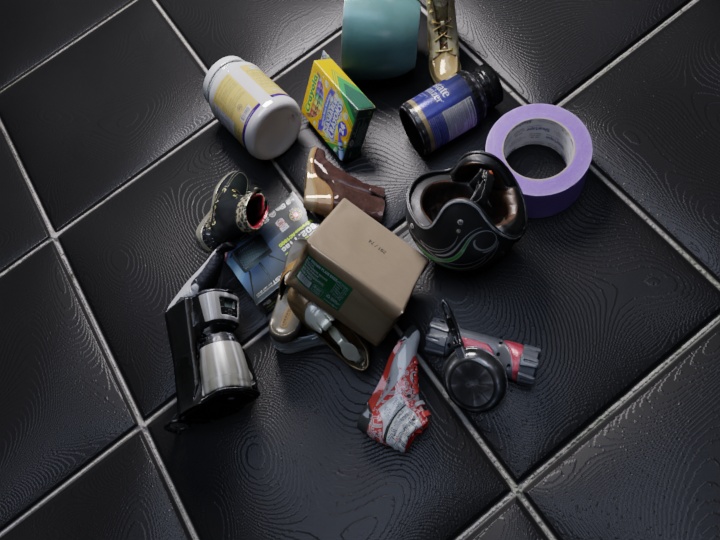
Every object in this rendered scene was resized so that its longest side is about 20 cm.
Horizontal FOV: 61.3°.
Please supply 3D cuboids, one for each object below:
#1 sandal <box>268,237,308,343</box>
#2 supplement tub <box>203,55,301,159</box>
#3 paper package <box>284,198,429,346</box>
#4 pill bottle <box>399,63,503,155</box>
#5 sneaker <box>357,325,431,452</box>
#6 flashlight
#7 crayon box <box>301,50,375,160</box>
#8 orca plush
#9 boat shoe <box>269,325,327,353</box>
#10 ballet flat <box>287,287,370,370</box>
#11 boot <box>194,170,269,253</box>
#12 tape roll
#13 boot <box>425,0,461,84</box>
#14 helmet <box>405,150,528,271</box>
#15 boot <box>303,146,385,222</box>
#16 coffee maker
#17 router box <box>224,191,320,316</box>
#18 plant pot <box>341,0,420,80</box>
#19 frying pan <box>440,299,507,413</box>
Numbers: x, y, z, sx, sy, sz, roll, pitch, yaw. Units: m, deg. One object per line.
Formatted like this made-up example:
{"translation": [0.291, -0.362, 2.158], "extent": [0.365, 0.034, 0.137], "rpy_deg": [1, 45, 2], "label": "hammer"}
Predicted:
{"translation": [-0.121, 0.028, 1.095], "extent": [0.079, 0.055, 0.205], "rpy_deg": [10, 65, 18], "label": "sandal"}
{"translation": [-0.234, -0.351, 1.303], "extent": [0.145, 0.146, 0.200], "rpy_deg": [-41, 65, -9], "label": "supplement tub"}
{"translation": [0.000, 0.000, 1.052], "extent": [0.198, 0.104, 0.191], "rpy_deg": [35, 34, 0], "label": "paper package"}
{"translation": [0.185, -0.330, 1.230], "extent": [0.197, 0.112, 0.113], "rpy_deg": [-31, 64, -4], "label": "pill bottle"}
{"translation": [0.084, 0.206, 1.045], "extent": [0.106, 0.067, 0.205], "rpy_deg": [25, 77, 19], "label": "sneaker"}
{"translation": [0.209, 0.143, 1.050], "extent": [0.194, 0.068, 0.070], "rpy_deg": [12, 106, 18], "label": "flashlight"}
{"translation": [-0.059, -0.348, 1.276], "extent": [0.051, 0.127, 0.201], "rpy_deg": [-18, 58, -34], "label": "crayon box"}
{"translation": [-0.295, 0.032, 1.176], "extent": [0.070, 0.106, 0.201], "rpy_deg": [36, 101, -19], "label": "orca plush"}
{"translation": [-0.074, 0.099, 1.117], "extent": [0.195, 0.072, 0.072], "rpy_deg": [-19, 64, 3], "label": "boat shoe"}
{"translation": [-0.048, 0.104, 1.051], "extent": [0.067, 0.072, 0.201], "rpy_deg": [-40, 109, -1], "label": "ballet flat"}
{"translation": [-0.233, -0.134, 1.202], "extent": [0.151, 0.074, 0.207], "rpy_deg": [-16, 42, 37], "label": "boot"}
{"translation": [0.337, -0.210, 1.164], "extent": [0.193, 0.085, 0.206], "rpy_deg": [-4, 67, 10], "label": "tape roll"}
{"translation": [0.174, -0.507, 1.283], "extent": [0.070, 0.156, 0.206], "rpy_deg": [-3, 66, 9], "label": "boot"}
{"translation": [0.180, -0.097, 1.086], "extent": [0.189, 0.196, 0.206], "rpy_deg": [-26, 54, 47], "label": "helmet"}
{"translation": [-0.033, -0.172, 1.236], "extent": [0.161, 0.074, 0.203], "rpy_deg": [8, 43, -9], "label": "boot"}
{"translation": [-0.292, 0.159, 1.100], "extent": [0.187, 0.135, 0.205], "rpy_deg": [-19, 64, 3], "label": "coffee maker"}
{"translation": [-0.160, -0.035, 1.197], "extent": [0.199, 0.062, 0.150], "rpy_deg": [-39, 67, -7], "label": "router box"}
{"translation": [0.047, -0.505, 1.294], "extent": [0.156, 0.202, 0.206], "rpy_deg": [5, 67, 2], "label": "plant pot"}
{"translation": [0.188, 0.149, 1.016], "extent": [0.112, 0.031, 0.196], "rpy_deg": [1, 102, 24], "label": "frying pan"}
